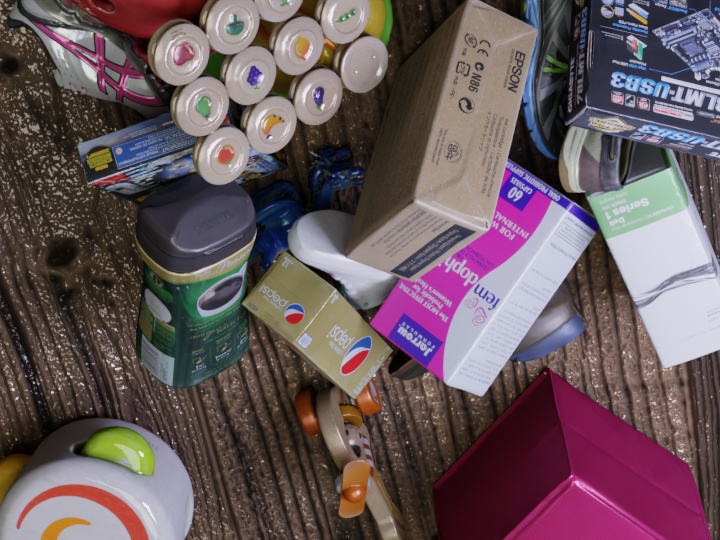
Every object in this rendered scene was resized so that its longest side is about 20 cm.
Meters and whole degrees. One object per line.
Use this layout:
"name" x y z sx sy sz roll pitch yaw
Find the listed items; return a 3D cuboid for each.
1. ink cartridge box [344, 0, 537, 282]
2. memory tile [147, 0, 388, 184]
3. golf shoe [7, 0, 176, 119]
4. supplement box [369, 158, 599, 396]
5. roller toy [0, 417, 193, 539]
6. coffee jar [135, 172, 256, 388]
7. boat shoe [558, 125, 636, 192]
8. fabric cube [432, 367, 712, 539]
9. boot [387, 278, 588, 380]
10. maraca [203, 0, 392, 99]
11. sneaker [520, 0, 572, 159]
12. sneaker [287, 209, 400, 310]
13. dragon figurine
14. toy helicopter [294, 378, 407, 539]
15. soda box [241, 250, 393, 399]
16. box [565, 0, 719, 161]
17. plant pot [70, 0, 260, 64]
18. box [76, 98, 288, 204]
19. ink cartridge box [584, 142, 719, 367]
"ink cartridge box" 0.069 -0.109 1.386 0.075 0.201 0.165 21 158 -14
"memory tile" -0.070 -0.171 1.299 0.200 0.017 0.154 -36 130 -21
"golf shoe" -0.226 -0.188 1.443 0.092 0.073 0.200 -39 102 24
"supplement box" 0.116 0.004 1.481 0.101 0.103 0.200 36 96 25
"roller toy" -0.268 0.250 1.630 0.199 0.140 0.183 -23 105 13
"coffee jar" -0.148 0.007 1.428 0.104 0.085 0.200 -29 147 -30
"boat shoe" 0.237 -0.152 1.413 0.066 0.201 0.072 15 158 27
"fabric cube" 0.212 0.262 1.614 0.199 0.200 0.196 36 113 -18
"boot" 0.128 0.070 1.582 0.200 0.075 0.097 -36 110 14
"maraca" -0.069 -0.207 1.407 0.199 0.138 0.107 -14 155 10
"sneaker" 0.185 -0.192 1.446 0.082 0.071 0.200 1 115 5
"sneaker" 0.000 0.000 1.499 0.200 0.075 0.089 6 130 -46
"dragon figurine" -0.080 -0.046 1.523 0.199 0.059 0.100 -21 116 9
"toy helicopter" 0.004 0.208 1.618 0.079 0.132 0.200 -21 116 9
"soda box" -0.037 0.054 1.503 0.068 0.200 0.064 36 84 24
"box" 0.279 -0.201 1.378 0.199 0.199 0.050 10 162 -14
"plant pot" -0.164 -0.281 1.325 0.200 0.201 0.183 -33 122 15
"box" -0.152 -0.101 1.422 0.136 0.200 0.040 -17 82 9
"ink cartridge box" 0.276 -0.032 1.490 0.084 0.146 0.200 -21 116 13
